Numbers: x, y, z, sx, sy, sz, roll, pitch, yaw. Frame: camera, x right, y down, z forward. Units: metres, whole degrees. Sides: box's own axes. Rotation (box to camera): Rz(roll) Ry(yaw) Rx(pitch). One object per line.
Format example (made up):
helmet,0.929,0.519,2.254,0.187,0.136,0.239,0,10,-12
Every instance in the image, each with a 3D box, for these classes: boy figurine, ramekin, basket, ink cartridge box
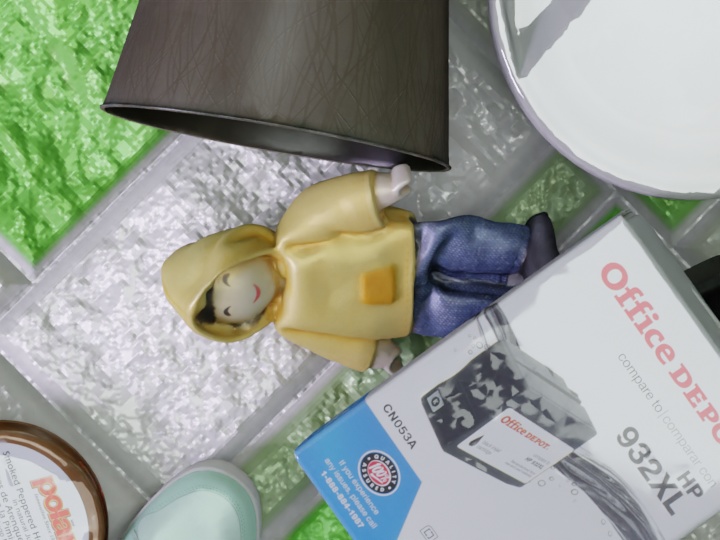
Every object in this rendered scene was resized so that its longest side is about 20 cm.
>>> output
boy figurine,0.000,0.000,1.502,0.199,0.065,0.125,2,125,-10
ramekin,0.159,-0.137,1.509,0.202,0.094,0.203,0,93,-4
basket,-0.027,-0.163,1.478,0.180,0.136,0.201,9,87,-16
ink cartridge box,0.092,0.085,1.443,0.200,0.084,0.145,-36,87,9

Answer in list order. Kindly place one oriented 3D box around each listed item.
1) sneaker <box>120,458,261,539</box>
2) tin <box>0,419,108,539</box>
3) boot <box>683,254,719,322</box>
sneaker,-0.108,0.189,1.485,0.074,0.118,0.201,31,88,-3
tin,-0.226,0.149,1.516,0.199,0.042,0.112,-20,97,-4
boot,0.146,0.109,1.520,0.211,0.079,0.158,-41,87,8
